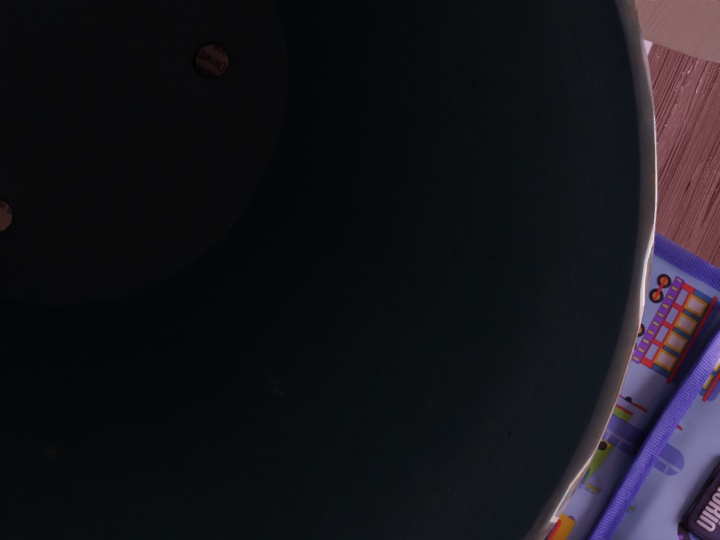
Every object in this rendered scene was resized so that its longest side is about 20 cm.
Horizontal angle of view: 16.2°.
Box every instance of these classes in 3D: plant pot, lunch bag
[{"bbox_3d":[-0.056,-0.025,0.453,0.201,0.199,0.135,-62,-171,9],"label":"plant pot"},{"bbox_3d":[0.119,0.079,0.963,0.151,0.199,0.094,-60,167,-1],"label":"lunch bag"}]

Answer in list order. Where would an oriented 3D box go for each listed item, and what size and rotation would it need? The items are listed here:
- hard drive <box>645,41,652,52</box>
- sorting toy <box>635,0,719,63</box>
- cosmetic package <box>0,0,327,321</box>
[{"bbox_3d":[0.125,-0.150,1.147,0.132,0.025,0.201,-44,158,-50],"label":"hard drive"},{"bbox_3d":[0.075,-0.136,0.667,0.200,0.179,0.107,-54,165,-26],"label":"sorting toy"},{"bbox_3d":[-0.066,-0.012,0.576,0.201,0.105,0.071,-61,167,10],"label":"cosmetic package"}]
